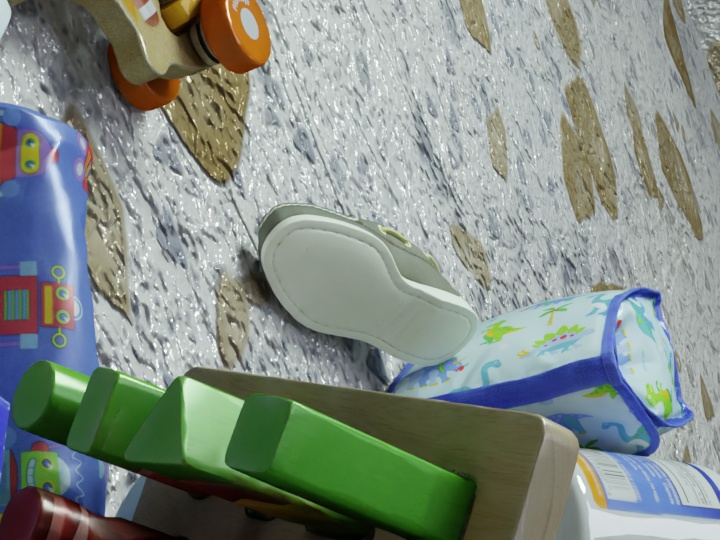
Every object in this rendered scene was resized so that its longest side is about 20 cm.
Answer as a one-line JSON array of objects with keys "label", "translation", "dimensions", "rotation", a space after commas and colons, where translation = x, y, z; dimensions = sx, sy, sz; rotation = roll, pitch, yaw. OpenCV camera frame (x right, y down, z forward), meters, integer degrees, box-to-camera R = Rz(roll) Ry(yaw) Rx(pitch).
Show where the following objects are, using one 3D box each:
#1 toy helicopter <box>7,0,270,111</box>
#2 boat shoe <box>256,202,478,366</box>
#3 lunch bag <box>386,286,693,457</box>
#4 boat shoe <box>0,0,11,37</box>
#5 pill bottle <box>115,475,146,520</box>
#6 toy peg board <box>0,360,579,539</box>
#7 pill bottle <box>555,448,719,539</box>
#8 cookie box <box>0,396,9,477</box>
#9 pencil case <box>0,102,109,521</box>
[{"label": "toy helicopter", "translation": [-0.132, -0.160, 0.869], "dimensions": [0.200, 0.079, 0.133], "rotation": [-3, 76, -64]}, {"label": "boat shoe", "translation": [-0.002, 0.002, 1.081], "dimensions": [0.202, 0.072, 0.060], "rotation": [30, 21, -48]}, {"label": "lunch bag", "translation": [0.123, 0.083, 1.184], "dimensions": [0.200, 0.170, 0.128], "rotation": [8, 66, -68]}, {"label": "boat shoe", "translation": [-0.199, -0.086, 0.667], "dimensions": [0.091, 0.071, 0.200], "rotation": [57, 20, -33]}, {"label": "pill bottle", "translation": [-0.004, 0.147, 0.722], "dimensions": [0.200, 0.113, 0.113], "rotation": [24, 49, -36]}, {"label": "toy peg board", "translation": [-0.057, 0.121, 0.550], "dimensions": [0.098, 0.200, 0.200], "rotation": [27, 75, -36]}, {"label": "pill bottle", "translation": [0.183, 0.178, 1.122], "dimensions": [0.200, 0.112, 0.112], "rotation": [11, 60, -34]}, {"label": "cookie box", "translation": [-0.193, 0.095, 0.525], "dimensions": [0.171, 0.075, 0.200], "rotation": [50, 32, -46]}, {"label": "pencil case", "translation": [-0.143, 0.031, 0.698], "dimensions": [0.078, 0.087, 0.200], "rotation": [2, 65, -21]}]
